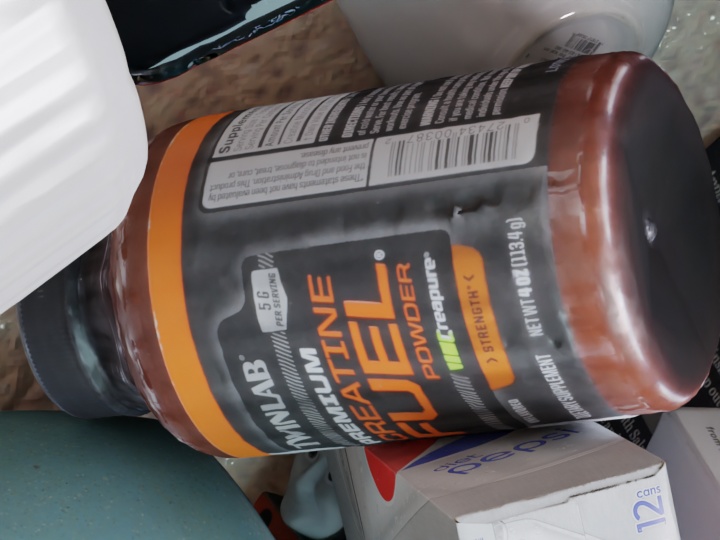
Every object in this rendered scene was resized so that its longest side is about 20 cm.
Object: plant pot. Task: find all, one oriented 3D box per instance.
[{"bbox_3d":[-0.092,0.122,0.944,0.135,0.200,0.200,-33,135,-15],"label":"plant pot"}]

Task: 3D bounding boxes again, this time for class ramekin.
[{"bbox_3d":[-0.132,-0.071,0.755,0.094,0.202,0.203,-29,134,-12],"label":"ramekin"}]

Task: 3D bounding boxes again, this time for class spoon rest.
[{"bbox_3d":[0.022,-0.091,0.901,0.099,0.061,0.200,-47,143,20],"label":"spoon rest"}]

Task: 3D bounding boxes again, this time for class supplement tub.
[{"bbox_3d":[0.000,0.000,0.888,0.200,0.107,0.107,-8,139,25],"label":"supplement tub"}]

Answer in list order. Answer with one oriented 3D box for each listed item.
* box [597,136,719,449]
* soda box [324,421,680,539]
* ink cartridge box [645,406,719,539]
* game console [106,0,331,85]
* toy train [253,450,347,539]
[{"bbox_3d":[0.192,0.036,1.028,0.200,0.117,0.197,-42,131,16],"label":"box"},{"bbox_3d":[0.041,0.079,0.901,0.063,0.200,0.068,-14,99,-10],"label":"soda box"},{"bbox_3d":[0.174,0.124,0.958,0.200,0.084,0.146,3,126,-26],"label":"ink cartridge box"},{"bbox_3d":[-0.019,-0.174,0.766,0.200,0.173,0.119,-26,160,0],"label":"game console"},{"bbox_3d":[0.041,0.118,1.066,0.200,0.085,0.114,23,103,-33],"label":"toy train"}]
